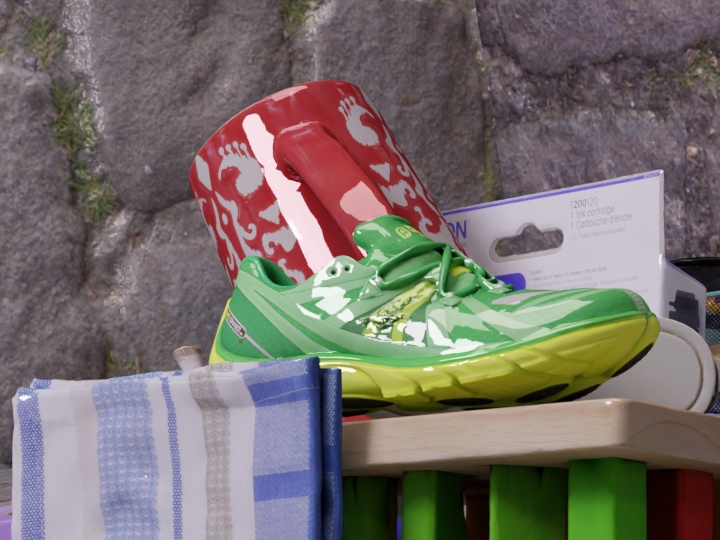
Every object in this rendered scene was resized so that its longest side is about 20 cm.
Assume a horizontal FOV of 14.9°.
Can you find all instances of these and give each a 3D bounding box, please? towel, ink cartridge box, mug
[{"bbox_3d":[-0.082,0.113,1.162,0.024,0.148,0.199,7,-10,-45],"label":"towel"},{"bbox_3d":[0.097,0.060,1.462,0.043,0.202,0.197,12,-14,-41],"label":"ink cartridge box"},{"bbox_3d":[0.008,0.000,1.409,0.133,0.201,0.178,-10,-30,-34],"label":"mug"}]

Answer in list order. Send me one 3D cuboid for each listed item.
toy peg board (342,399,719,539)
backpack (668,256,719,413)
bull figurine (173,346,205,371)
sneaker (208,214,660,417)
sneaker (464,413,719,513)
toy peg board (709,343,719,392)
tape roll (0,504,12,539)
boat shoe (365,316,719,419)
[{"bbox_3d":[0.091,0.120,1.157,0.199,0.099,0.198,-7,-14,43],"label":"toy peg board"},{"bbox_3d":[0.203,0.066,1.683,0.199,0.155,0.175,2,3,31],"label":"backpack"},{"bbox_3d":[-0.047,0.105,1.458,0.065,0.122,0.200,-18,-29,16],"label":"bull figurine"},{"bbox_3d":[0.026,0.017,1.150,0.199,0.084,0.074,-2,-11,24],"label":"sneaker"},{"bbox_3d":[0.136,0.113,1.322,0.199,0.081,0.076,-7,-1,43],"label":"sneaker"},{"bbox_3d":[0.304,0.093,1.419,0.199,0.099,0.199,-9,15,-41],"label":"toy peg board"},{"bbox_3d":[-0.144,0.167,1.667,0.199,0.066,0.200,-9,0,0],"label":"tape roll"},{"bbox_3d":[0.062,0.040,1.243,0.198,0.075,0.062,2,-9,7],"label":"boat shoe"}]
